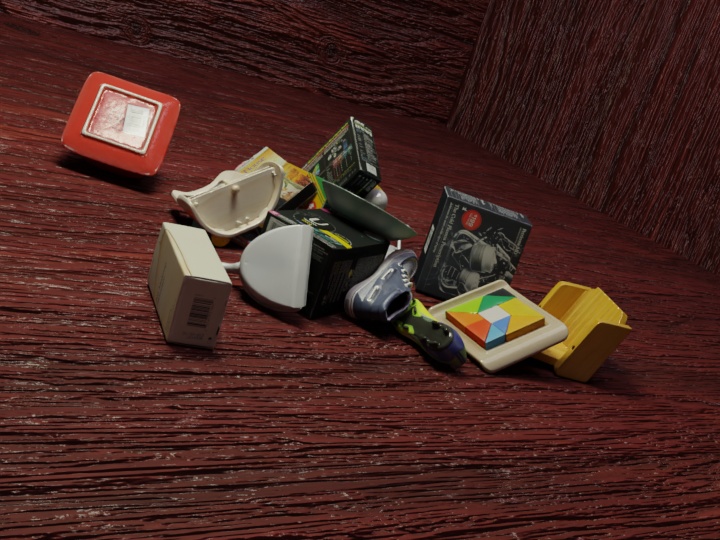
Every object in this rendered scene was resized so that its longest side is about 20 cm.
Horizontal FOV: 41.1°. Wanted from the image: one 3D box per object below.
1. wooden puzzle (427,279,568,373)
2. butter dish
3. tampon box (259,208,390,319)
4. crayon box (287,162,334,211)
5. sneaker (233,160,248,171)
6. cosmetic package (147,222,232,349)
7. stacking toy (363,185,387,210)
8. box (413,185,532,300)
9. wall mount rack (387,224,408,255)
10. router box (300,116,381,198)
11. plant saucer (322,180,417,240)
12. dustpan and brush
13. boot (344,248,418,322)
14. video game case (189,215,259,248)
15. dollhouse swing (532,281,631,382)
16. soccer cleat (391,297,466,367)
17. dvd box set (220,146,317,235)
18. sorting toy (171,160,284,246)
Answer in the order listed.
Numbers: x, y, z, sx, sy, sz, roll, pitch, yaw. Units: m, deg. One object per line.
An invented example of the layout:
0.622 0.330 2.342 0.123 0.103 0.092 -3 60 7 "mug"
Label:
0.241 0.089 1.709 0.182 0.038 0.200 -20 36 -22 "wooden puzzle"
-0.483 -0.266 1.939 0.196 0.148 0.203 17 59 -8 "butter dish"
-0.070 -0.019 1.652 0.148 0.128 0.199 28 18 24 "tampon box"
-0.123 -0.132 1.910 0.050 0.129 0.199 28 0 -42 "crayon box"
-0.198 -0.155 2.043 0.198 0.076 0.105 32 34 10 "sneaker"
-0.247 0.018 1.373 0.072 0.105 0.200 11 18 -25 "cosmetic package"
0.006 -0.140 1.992 0.143 0.149 0.200 15 -6 -14 "stacking toy"
0.221 -0.038 1.925 0.179 0.204 0.104 18 15 -4 "box"
0.032 -0.023 1.898 0.196 0.075 0.177 14 55 -16 "wall mount rack"
-0.049 -0.190 1.962 0.061 0.199 0.152 22 42 -35 "router box"
0.009 -0.097 1.735 0.198 0.039 0.201 29 0 0 "plant saucer"
-0.172 -0.006 1.552 0.196 0.143 0.057 3 -13 9 "dustpan and brush"
0.064 0.030 1.659 0.089 0.074 0.200 11 37 36 "boot"
-0.213 -0.073 1.850 0.198 0.018 0.142 27 18 22 "video game case"
0.357 0.082 1.791 0.175 0.183 0.200 36 12 -19 "dollhouse swing"
0.112 0.107 1.623 0.084 0.065 0.200 49 -6 -30 "soccer cleat"
-0.190 -0.159 1.892 0.200 0.146 0.030 40 -15 48 "dvd box set"
-0.263 -0.139 1.797 0.198 0.109 0.179 -25 34 -28 "sorting toy"
